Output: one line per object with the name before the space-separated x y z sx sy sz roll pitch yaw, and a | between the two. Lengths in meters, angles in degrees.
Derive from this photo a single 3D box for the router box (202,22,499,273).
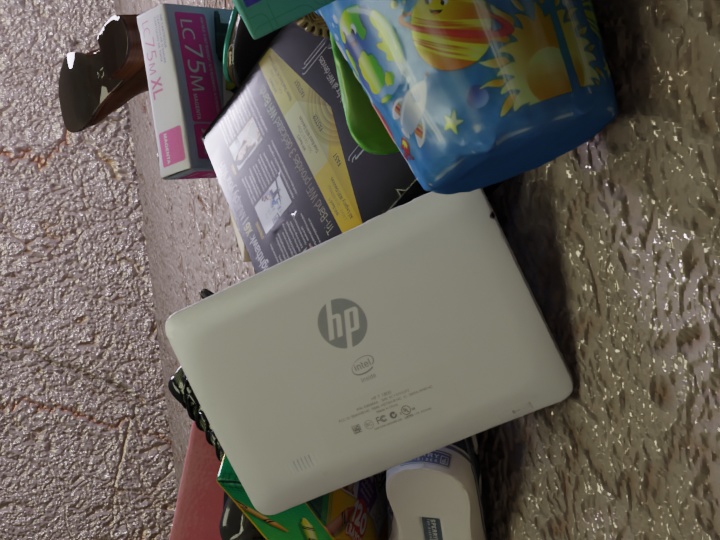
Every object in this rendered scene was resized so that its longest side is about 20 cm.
router box | -0.012 -0.074 0.754 0.157 0.052 0.200 -48 43 22

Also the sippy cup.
sippy cup | 0.051 -0.110 0.566 0.178 0.139 0.131 51 -163 -81

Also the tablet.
tablet | 0.001 0.046 0.672 0.130 0.200 0.014 64 -163 -5

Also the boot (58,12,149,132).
boot | -0.139 -0.167 1.044 0.186 0.200 0.064 -19 82 55

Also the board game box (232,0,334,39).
board game box | 0.022 -0.179 0.477 0.045 0.200 0.152 65 179 -39

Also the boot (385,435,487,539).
boot | 0.055 0.146 0.817 0.200 0.073 0.090 89 -169 -49

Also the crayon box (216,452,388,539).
crayon box | -0.019 0.133 0.822 0.200 0.058 0.119 63 -144 -51

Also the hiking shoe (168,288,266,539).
hiking shoe | -0.087 0.104 0.876 0.076 0.100 0.200 58 -146 -54

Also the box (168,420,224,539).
box | -0.065 0.141 0.958 0.128 0.109 0.200 66 -149 -66

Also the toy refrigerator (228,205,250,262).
toy refrigerator | -0.074 -0.089 1.086 0.200 0.076 0.070 101 154 -63

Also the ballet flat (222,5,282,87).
ballet flat | -0.044 -0.213 0.867 0.073 0.073 0.200 111 172 -61

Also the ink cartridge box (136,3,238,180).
ink cartridge box | -0.069 -0.131 0.920 0.042 0.200 0.120 -12 86 41

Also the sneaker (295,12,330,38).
sneaker | 0.027 -0.228 0.675 0.200 0.071 0.113 -44 20 43
